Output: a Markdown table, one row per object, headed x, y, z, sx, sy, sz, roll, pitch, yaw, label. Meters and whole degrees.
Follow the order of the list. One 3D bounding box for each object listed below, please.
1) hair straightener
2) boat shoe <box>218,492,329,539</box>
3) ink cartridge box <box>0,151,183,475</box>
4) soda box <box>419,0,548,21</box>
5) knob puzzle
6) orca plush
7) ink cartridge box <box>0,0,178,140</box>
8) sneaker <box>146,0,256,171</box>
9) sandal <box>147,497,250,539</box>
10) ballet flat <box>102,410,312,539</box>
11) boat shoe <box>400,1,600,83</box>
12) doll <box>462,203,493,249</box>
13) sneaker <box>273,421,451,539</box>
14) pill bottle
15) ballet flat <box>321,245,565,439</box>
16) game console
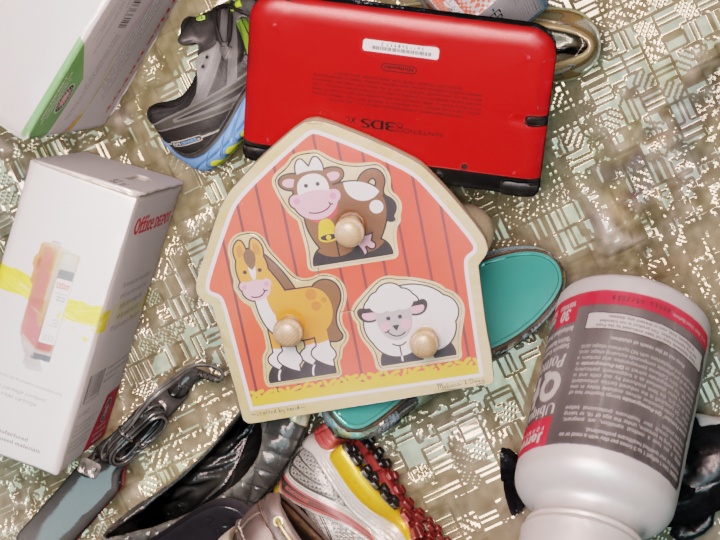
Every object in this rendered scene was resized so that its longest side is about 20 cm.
| x | y | z | sx | sy | sz | roll | pitch | yaw | label |
| --- | --- | --- | --- | --- | --- | --- | --- | --- | --- |
| -0.173 | 0.139 | 1.519 | 0.200 | 0.077 | 0.041 | -43 | 89 | 9 | hair straightener |
| -0.007 | 0.234 | 1.455 | 0.200 | 0.072 | 0.060 | 42 | 108 | -6 | boat shoe |
| -0.203 | 0.023 | 1.476 | 0.083 | 0.145 | 0.201 | 19 | 98 | 5 | ink cartridge box |
| 0.038 | -0.237 | 1.424 | 0.068 | 0.064 | 0.200 | -38 | 69 | 2 | soda box |
| -0.014 | -0.001 | 1.390 | 0.218 | 0.030 | 0.221 | 2 | 110 | 5 | knob puzzle |
| 0.197 | 0.141 | 1.486 | 0.198 | 0.071 | 0.106 | 6 | 97 | 5 | orca plush |
| -0.194 | -0.173 | 1.425 | 0.087 | 0.200 | 0.146 | 33 | 99 | 4 | ink cartridge box |
| -0.081 | -0.165 | 1.478 | 0.082 | 0.071 | 0.200 | 34 | 102 | -5 | sneaker |
| -0.155 | 0.231 | 1.502 | 0.200 | 0.043 | 0.076 | -41 | 98 | 17 | sandal |
| -0.104 | 0.147 | 1.516 | 0.057 | 0.067 | 0.200 | 35 | 103 | -32 | ballet flat |
| 0.066 | -0.153 | 1.462 | 0.198 | 0.076 | 0.072 | -8 | 97 | 7 | boat shoe |
| 0.000 | 0.000 | 1.475 | 0.199 | 0.049 | 0.137 | -17 | 53 | 15 | doll |
| 0.015 | 0.204 | 1.517 | 0.082 | 0.078 | 0.200 | -38 | 85 | 17 | sneaker |
| 0.165 | 0.113 | 1.421 | 0.110 | 0.111 | 0.201 | 15 | 62 | 4 | pill bottle |
| 0.054 | 0.050 | 1.489 | 0.199 | 0.074 | 0.075 | -31 | 93 | -10 | ballet flat |
| 0.028 | -0.116 | 1.421 | 0.198 | 0.119 | 0.173 | 7 | 120 | 4 | game console |
